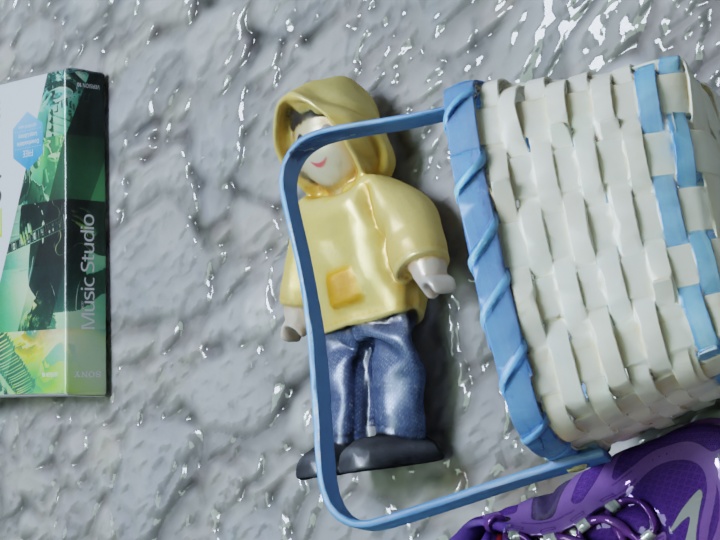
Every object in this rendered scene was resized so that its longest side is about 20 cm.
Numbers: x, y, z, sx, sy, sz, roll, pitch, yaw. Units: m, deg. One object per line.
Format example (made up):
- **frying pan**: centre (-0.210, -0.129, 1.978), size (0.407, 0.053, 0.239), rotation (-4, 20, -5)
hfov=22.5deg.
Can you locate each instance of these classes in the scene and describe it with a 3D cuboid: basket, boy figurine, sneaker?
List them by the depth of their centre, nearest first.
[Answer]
- **basket**: centre (0.066, 0.007, 0.760), size (0.198, 0.139, 0.178), rotation (-12, 75, 15)
- **sneaker**: centre (0.095, 0.124, 0.782), size (0.200, 0.083, 0.081), rotation (-36, 64, 39)
- **boy figurine**: centre (0.000, 0.000, 0.904), size (0.124, 0.064, 0.202), rotation (-9, 85, 49)

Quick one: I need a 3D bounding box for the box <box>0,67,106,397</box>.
- **box**: centre (-0.215, -0.019, 1.154), size (0.144, 0.036, 0.202), rotation (-6, 85, 47)
